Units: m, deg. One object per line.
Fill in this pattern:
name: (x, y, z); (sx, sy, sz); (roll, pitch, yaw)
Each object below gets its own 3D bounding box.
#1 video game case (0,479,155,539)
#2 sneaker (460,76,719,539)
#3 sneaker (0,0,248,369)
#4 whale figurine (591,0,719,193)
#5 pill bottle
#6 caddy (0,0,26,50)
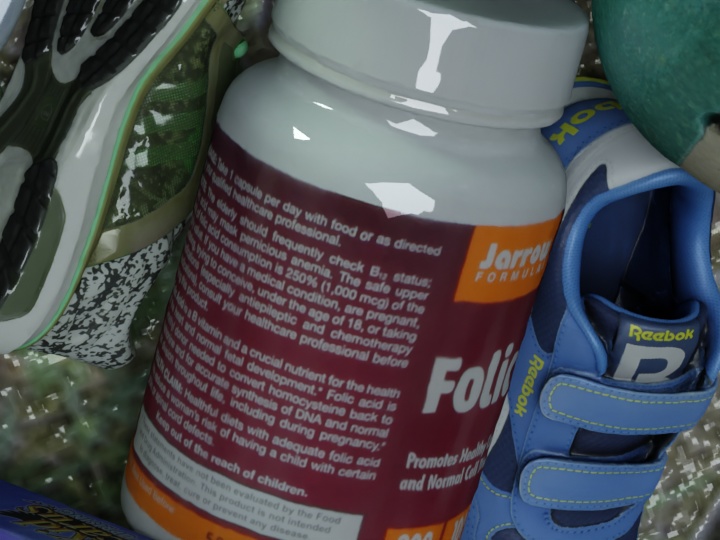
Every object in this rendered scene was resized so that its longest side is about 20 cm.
video game case: (-0.108, 0.167, 0.868); (0.045, 0.200, 0.181); (-6, 108, -51)
sneaker: (0.076, 0.039, 0.907); (0.074, 0.082, 0.200); (-3, 105, -28)
sneaker: (-0.068, -0.052, 0.895); (0.089, 0.077, 0.200); (28, 96, -44)
whale figurine: (0.146, -0.115, 0.853); (0.104, 0.159, 0.200); (37, 58, 3)
pill bottle: (0.000, 0.000, 0.865); (0.114, 0.114, 0.200); (13, 109, -10)
caddy: (-0.155, -0.095, 0.824); (0.105, 0.141, 0.200); (34, 96, -8)
